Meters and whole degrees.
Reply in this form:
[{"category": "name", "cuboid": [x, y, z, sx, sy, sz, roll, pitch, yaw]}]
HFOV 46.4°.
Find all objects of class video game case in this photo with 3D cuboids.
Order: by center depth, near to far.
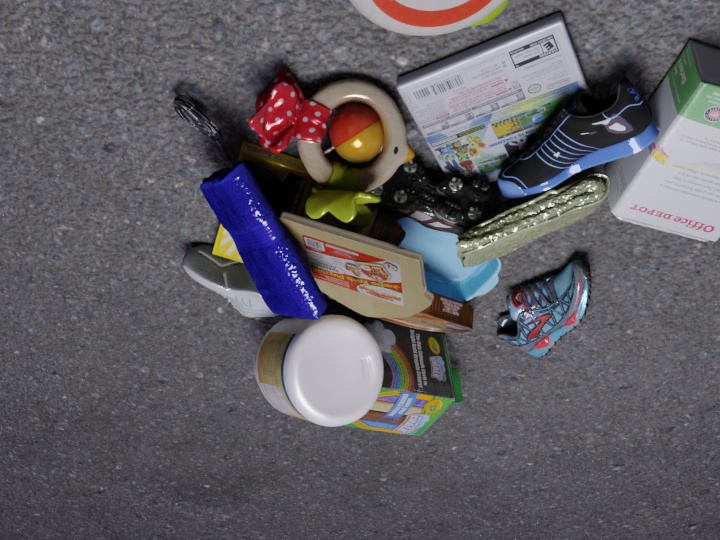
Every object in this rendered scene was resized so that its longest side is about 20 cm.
[{"category": "video game case", "cuboid": [0.167, -0.186, 0.982, 0.197, 0.022, 0.183, -17, 134, 22]}]

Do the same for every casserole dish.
[{"category": "casserole dish", "cuboid": [0.101, -0.024, 1.157, 0.197, 0.039, 0.121, 23, 136, -18]}]

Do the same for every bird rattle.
[{"category": "bird rattle", "cuboid": [-0.028, -0.150, 0.976, 0.161, 0.202, 0.113, -30, 175, -4]}]

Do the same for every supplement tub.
[{"category": "supplement tub", "cuboid": [-0.066, 0.136, 1.184, 0.143, 0.147, 0.199, 24, 168, -20]}]

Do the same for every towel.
[{"category": "towel", "cuboid": [-0.120, -0.030, 1.004, 0.049, 0.147, 0.202, -34, 103, -15]}, {"category": "towel", "cuboid": [0.209, -0.057, 1.032, 0.197, 0.037, 0.148, -25, 171, 8]}]

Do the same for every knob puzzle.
[{"category": "knob puzzle", "cuboid": [0.000, 0.000, 1.030, 0.216, 0.031, 0.221, 19, 155, 9]}]

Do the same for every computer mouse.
[{"category": "computer mouse", "cuboid": [-0.151, -0.142, 1.028, 0.058, 0.034, 0.200, 8, 145, 54]}]

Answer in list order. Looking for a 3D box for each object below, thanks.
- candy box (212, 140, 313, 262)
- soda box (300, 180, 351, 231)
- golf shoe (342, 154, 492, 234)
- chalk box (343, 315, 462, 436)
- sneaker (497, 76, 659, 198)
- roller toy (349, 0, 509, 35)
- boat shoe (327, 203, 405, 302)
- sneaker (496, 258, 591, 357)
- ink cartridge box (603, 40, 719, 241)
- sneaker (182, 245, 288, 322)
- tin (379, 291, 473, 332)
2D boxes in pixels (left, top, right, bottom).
[{"category": "candy box", "cuboid": [-0.132, -0.080, 1.128, 0.100, 0.027, 0.201, 17, 136, -8]}, {"category": "soda box", "cuboid": [-0.062, -0.031, 1.142, 0.062, 0.069, 0.201, 15, 137, -9]}, {"category": "golf shoe", "cuboid": [0.065, -0.089, 1.052, 0.197, 0.078, 0.088, 22, 158, 4]}, {"category": "chalk box", "cuboid": [0.065, 0.170, 1.302, 0.197, 0.127, 0.124, 14, 138, -22]}, {"category": "sneaker", "cuboid": [0.233, -0.151, 0.958, 0.198, 0.070, 0.079, -22, 111, 34]}, {"category": "roller toy", "cuboid": [0.060, -0.324, 0.750, 0.178, 0.142, 0.201, 0, 145, -9]}, {"category": "boat shoe", "cuboid": [0.005, -0.008, 1.100, 0.067, 0.073, 0.201, 24, 147, -2]}, {"category": "sneaker", "cuboid": [0.257, 0.054, 1.199, 0.094, 0.080, 0.201, 16, 137, -9]}, {"category": "ink cartridge box", "cuboid": [0.391, -0.140, 0.961, 0.142, 0.089, 0.202, 13, 136, -8]}, {"category": "sneaker", "cuboid": [-0.172, 0.030, 1.223, 0.198, 0.071, 0.080, 24, 138, -21]}, {"category": "tin", "cuboid": [0.083, 0.056, 1.190, 0.110, 0.043, 0.199, -6, 164, 37]}]
